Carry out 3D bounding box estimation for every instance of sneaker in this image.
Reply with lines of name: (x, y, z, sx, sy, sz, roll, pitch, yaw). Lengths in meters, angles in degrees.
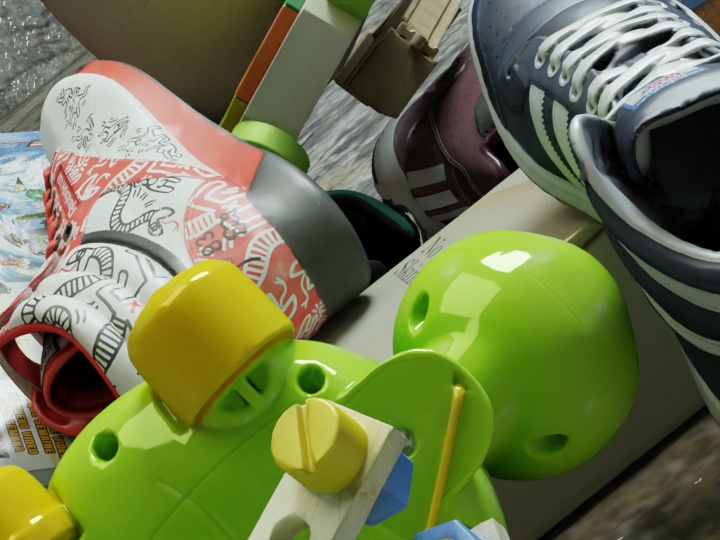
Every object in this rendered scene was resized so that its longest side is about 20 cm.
sneaker: (0.000, 0.000, 0.828, 0.071, 0.080, 0.200, -6, 20, -3)
sneaker: (0.097, -0.096, 0.979, 0.115, 0.076, 0.200, -8, 43, 54)
sneaker: (0.076, -0.046, 0.575, 0.070, 0.109, 0.200, -31, 52, 2)
sneaker: (-0.093, -0.008, 0.749, 0.108, 0.067, 0.201, -38, 35, -18)

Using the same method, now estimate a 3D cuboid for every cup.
cup: (-0.068, -0.154, 1.010, 0.199, 0.144, 0.201, -8, 43, 7)

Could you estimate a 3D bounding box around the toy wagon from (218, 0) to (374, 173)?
toy wagon: (-0.012, -0.097, 0.843, 0.156, 0.039, 0.200, -63, 4, -26)

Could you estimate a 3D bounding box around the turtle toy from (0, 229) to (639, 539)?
turtle toy: (-0.007, 0.069, 0.564, 0.200, 0.146, 0.101, -44, -9, 2)

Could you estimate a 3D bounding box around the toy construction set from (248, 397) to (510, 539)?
toy construction set: (-0.033, 0.137, 0.451, 0.200, 0.092, 0.131, -52, 46, 16)

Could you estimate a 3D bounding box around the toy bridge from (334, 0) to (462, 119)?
toy bridge: (0.020, -0.106, 1.001, 0.067, 0.027, 0.200, -54, 6, 3)

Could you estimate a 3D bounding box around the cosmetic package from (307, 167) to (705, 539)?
cosmetic package: (0.040, 0.033, 0.681, 0.200, 0.073, 0.104, -39, 15, -4)

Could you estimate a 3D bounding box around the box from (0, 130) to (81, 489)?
box: (-0.115, 0.019, 0.801, 0.136, 0.040, 0.200, -5, 39, -22)

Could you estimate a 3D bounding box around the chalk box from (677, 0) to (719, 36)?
chalk box: (0.118, -0.145, 0.791, 0.124, 0.200, 0.124, -32, 15, 20)
